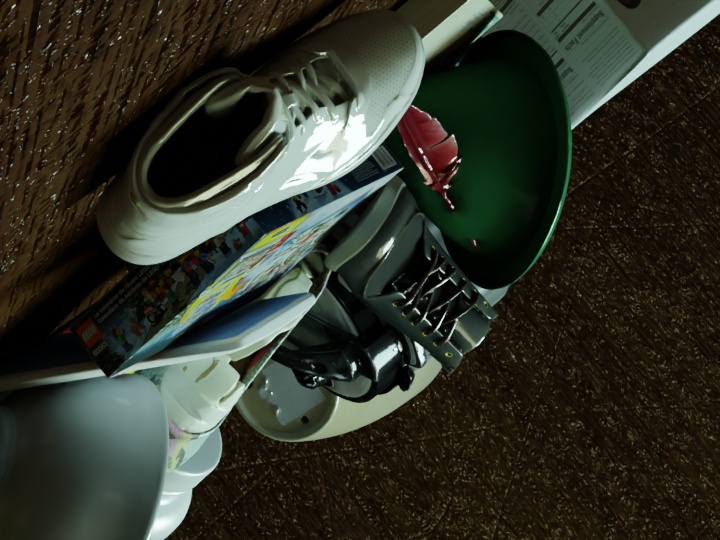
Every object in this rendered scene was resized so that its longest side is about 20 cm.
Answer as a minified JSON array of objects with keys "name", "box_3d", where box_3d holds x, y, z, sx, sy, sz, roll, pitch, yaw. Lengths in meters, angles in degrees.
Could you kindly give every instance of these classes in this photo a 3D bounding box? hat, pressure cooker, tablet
[{"name":"hat","box_3d":[0.024,-0.082,1.372,0.175,0.166,0.200,0,131,-28]},{"name":"pressure cooker","box_3d":[0.001,0.002,1.620,0.200,0.179,0.176,-39,180,-22]},{"name":"tablet","box_3d":[-0.138,0.047,1.330,0.199,0.014,0.130,-9,-171,22]}]

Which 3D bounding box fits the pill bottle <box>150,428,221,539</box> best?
[{"name":"pill bottle","box_3d":[-0.188,0.158,1.487,0.200,0.111,0.111,-41,176,32]}]

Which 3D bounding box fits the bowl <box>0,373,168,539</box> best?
[{"name":"bowl","box_3d":[-0.210,0.143,1.330,0.201,0.090,0.202,-38,-142,38]}]

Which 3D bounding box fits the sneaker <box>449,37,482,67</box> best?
[{"name":"sneaker","box_3d":[0.138,-0.180,1.666,0.200,0.077,0.081,-34,-173,21]}]

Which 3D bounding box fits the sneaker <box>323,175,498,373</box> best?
[{"name":"sneaker","box_3d":[0.041,0.004,1.387,0.075,0.106,0.200,-51,173,-3]}]

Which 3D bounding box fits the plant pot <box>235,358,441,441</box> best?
[{"name":"plant pot","box_3d":[-0.033,0.064,1.792,0.187,0.187,0.200,-40,-177,23]}]

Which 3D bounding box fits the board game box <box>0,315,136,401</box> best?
[{"name":"board game box","box_3d":[-0.169,0.047,1.525,0.200,0.040,0.153,-38,176,-27]}]

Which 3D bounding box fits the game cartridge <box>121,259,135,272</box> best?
[{"name":"game cartridge","box_3d":[-0.091,-0.034,1.363,0.133,0.041,0.200,-35,176,-2]}]

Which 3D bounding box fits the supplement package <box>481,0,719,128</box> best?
[{"name":"supplement package","box_3d":[0.206,-0.216,1.523,0.200,0.111,0.156,-38,177,-24]}]

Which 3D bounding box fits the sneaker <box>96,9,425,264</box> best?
[{"name":"sneaker","box_3d":[-0.036,-0.076,1.063,0.200,0.074,0.116,-37,179,-18]}]

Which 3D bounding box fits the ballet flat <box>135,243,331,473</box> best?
[{"name":"ballet flat","box_3d":[-0.086,0.051,1.395,0.200,0.069,0.071,-52,-156,-23]}]

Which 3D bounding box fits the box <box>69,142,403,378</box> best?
[{"name":"box","box_3d":[-0.068,-0.015,1.248,0.137,0.038,0.200,-41,175,26]}]

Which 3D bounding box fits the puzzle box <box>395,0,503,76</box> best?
[{"name":"puzzle box","box_3d":[0.026,-0.135,1.358,0.133,0.025,0.200,-40,177,7]}]
